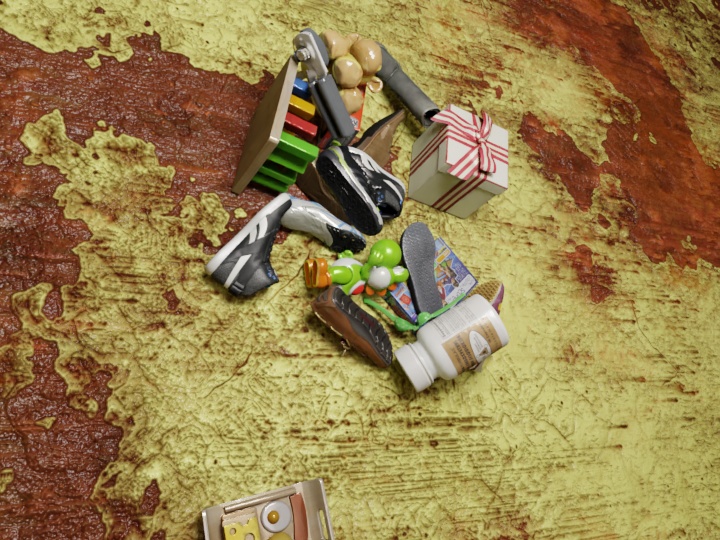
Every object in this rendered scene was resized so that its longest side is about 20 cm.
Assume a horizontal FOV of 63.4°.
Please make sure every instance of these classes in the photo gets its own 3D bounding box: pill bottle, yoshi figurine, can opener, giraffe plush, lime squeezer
[{"bbox_3d":[0.170,0.142,1.112,0.200,0.114,0.114,-31,85,-3],"label":"pill bottle"},{"bbox_3d":[-0.002,-0.015,1.120,0.200,0.112,0.112,-2,49,-22],"label":"yoshi figurine"},{"bbox_3d":[-0.060,-0.335,1.048,0.066,0.053,0.200,-37,115,-33],"label":"can opener"},{"bbox_3d":[-0.025,-0.400,1.156,0.162,0.200,0.173,-27,125,-30],"label":"giraffe plush"},{"bbox_3d":[0.107,0.084,1.144,0.200,0.038,0.071,-4,74,14],"label":"lime squeezer"}]

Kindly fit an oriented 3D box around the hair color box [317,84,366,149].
[{"bbox_3d":[-0.036,-0.363,1.263,0.061,0.102,0.200,17,61,-20],"label":"hair color box"}]

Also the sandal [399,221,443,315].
[{"bbox_3d":[0.117,0.000,1.190,0.076,0.043,0.200,-3,81,-21],"label":"sandal"}]

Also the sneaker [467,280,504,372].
[{"bbox_3d":[0.259,0.116,1.233,0.090,0.075,0.200,42,70,-29],"label":"sneaker"}]

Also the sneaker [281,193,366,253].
[{"bbox_3d":[-0.072,-0.094,1.150,0.200,0.072,0.073,25,47,-22],"label":"sneaker"}]

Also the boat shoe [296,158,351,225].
[{"bbox_3d":[-0.074,-0.177,1.187,0.063,0.073,0.200,-43,104,-40],"label":"boat shoe"}]

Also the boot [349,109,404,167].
[{"bbox_3d":[0.045,-0.286,1.303,0.075,0.074,0.200,51,60,-20],"label":"boot"}]

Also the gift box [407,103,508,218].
[{"bbox_3d":[0.211,-0.240,1.292,0.200,0.187,0.185,14,63,-24],"label":"gift box"}]

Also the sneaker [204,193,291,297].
[{"bbox_3d":[-0.171,-0.036,1.050,0.112,0.073,0.200,45,75,-9],"label":"sneaker"}]

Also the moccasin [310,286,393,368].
[{"bbox_3d":[-0.013,0.116,1.089,0.201,0.078,0.074,41,38,-29],"label":"moccasin"}]

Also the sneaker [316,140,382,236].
[{"bbox_3d":[-0.004,-0.166,1.143,0.083,0.072,0.200,-38,100,-41],"label":"sneaker"}]

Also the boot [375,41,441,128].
[{"bbox_3d":[0.090,-0.416,1.326,0.182,0.073,0.200,2,54,-51],"label":"boot"}]

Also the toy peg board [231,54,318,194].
[{"bbox_3d":[-0.145,-0.255,1.100,0.098,0.200,0.199,22,60,-23],"label":"toy peg board"}]

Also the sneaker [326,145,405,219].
[{"bbox_3d":[0.009,-0.177,1.208,0.200,0.073,0.112,26,40,-18],"label":"sneaker"}]

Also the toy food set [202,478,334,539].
[{"bbox_3d":[-0.138,0.418,0.899,0.200,0.060,0.144,-4,72,-30],"label":"toy food set"}]

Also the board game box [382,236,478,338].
[{"bbox_3d":[0.148,0.036,1.231,0.135,0.034,0.200,50,56,-1],"label":"board game box"}]
